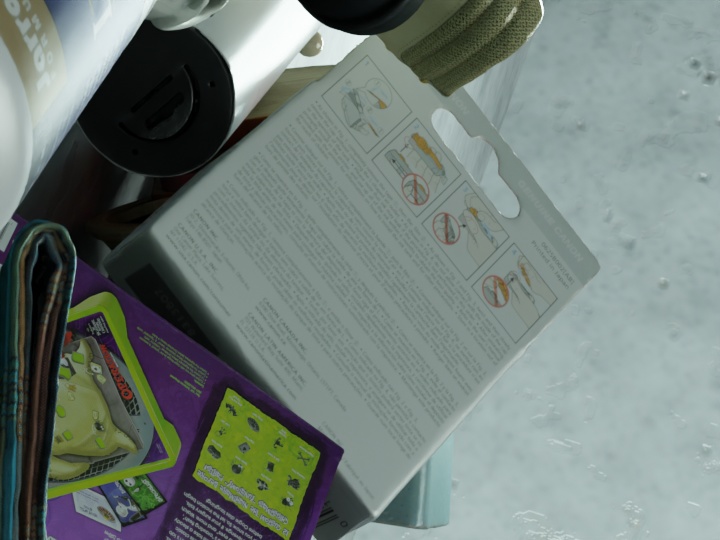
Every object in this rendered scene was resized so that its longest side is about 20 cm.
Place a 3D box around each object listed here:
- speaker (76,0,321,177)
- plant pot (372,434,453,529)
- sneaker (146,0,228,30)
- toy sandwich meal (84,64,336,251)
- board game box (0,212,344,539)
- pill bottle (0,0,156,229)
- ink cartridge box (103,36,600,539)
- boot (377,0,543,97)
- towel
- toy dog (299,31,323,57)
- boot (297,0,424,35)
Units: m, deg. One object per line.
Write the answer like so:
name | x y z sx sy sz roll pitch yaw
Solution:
speaker | -0.071 -0.113 1.311 0.200 0.081 0.082 -59 164 -64
plant pot | -0.037 0.030 1.524 0.196 0.194 0.201 37 63 -83
sneaker | -0.091 -0.137 1.125 0.200 0.070 0.073 -31 138 -80
toy sandwich meal | -0.046 -0.058 1.350 0.205 0.204 0.071 -44 124 -76
board game box | -0.104 0.071 1.097 0.032 0.200 0.120 -27 -146 45
pill bottle | -0.132 -0.067 0.774 0.200 0.115 0.116 -65 170 -51
ink cartridge box | 0.000 0.000 1.244 0.057 0.163 0.200 -31 -170 46
boot | -0.008 -0.145 1.236 0.073 0.155 0.200 -55 -163 -11
towel | -0.122 0.077 0.940 0.200 0.022 0.148 131 -37 -70
toy dog | -0.004 -0.200 1.582 0.132 0.096 0.201 21 86 -83
boot | -0.042 -0.197 1.034 0.168 0.076 0.202 8 75 -60
